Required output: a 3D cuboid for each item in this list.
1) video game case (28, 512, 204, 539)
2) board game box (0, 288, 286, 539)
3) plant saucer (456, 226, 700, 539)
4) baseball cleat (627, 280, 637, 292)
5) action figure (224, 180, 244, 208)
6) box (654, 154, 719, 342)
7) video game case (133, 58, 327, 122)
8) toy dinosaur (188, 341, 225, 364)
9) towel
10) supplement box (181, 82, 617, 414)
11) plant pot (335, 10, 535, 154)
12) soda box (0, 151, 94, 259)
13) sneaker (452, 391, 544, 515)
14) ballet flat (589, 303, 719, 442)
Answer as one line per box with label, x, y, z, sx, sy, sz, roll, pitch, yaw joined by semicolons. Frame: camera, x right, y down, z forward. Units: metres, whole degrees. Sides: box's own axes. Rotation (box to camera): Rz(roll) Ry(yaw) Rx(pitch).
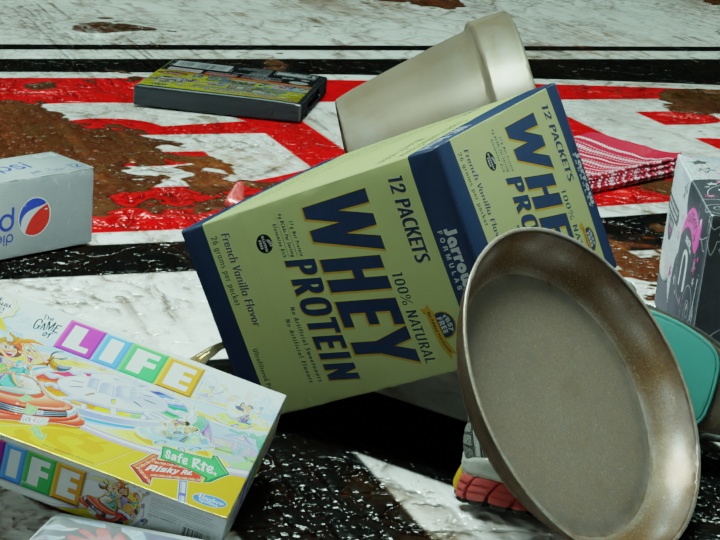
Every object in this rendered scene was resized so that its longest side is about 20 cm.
video game case;-0.091;0.175;0.840;0.198;0.023;0.182;8;17;12
board game box;-0.153;0.082;0.994;0.198;0.034;0.135;20;28;3
plant saucer;0.121;0.073;1.011;0.032;0.202;0.199;-31;-10;40
baseball cleat;0.132;0.041;1.280;0.106;0.071;0.199;6;6;30
action figure;-0.014;-0.038;1.482;0.198;0.066;0.052;11;35;21
box;0.291;-0.002;1.319;0.113;0.134;0.200;6;17;1
video game case;-0.151;-0.215;2.089;0.198;0.026;0.181;7;17;7
toy dinosaur;-0.153;0.091;1.078;0.100;0.059;0.200;23;28;8
towel;0.234;-0.116;1.869;0.144;0.023;0.199;19;22;41
supplement box;0.031;-0.014;1.156;0.198;0.135;0.200;-16;8;31
plant pot;0.071;-0.119;1.596;0.172;0.202;0.200;-12;18;-1
soda box;-0.313;-0.047;1.428;0.063;0.069;0.199;20;23;39
sneaker;0.119;0.082;1.094;0.077;0.083;0.200;10;17;19
ballet flat;0.223;0.081;1.119;0.198;0.069;0.068;25;-11;-2
